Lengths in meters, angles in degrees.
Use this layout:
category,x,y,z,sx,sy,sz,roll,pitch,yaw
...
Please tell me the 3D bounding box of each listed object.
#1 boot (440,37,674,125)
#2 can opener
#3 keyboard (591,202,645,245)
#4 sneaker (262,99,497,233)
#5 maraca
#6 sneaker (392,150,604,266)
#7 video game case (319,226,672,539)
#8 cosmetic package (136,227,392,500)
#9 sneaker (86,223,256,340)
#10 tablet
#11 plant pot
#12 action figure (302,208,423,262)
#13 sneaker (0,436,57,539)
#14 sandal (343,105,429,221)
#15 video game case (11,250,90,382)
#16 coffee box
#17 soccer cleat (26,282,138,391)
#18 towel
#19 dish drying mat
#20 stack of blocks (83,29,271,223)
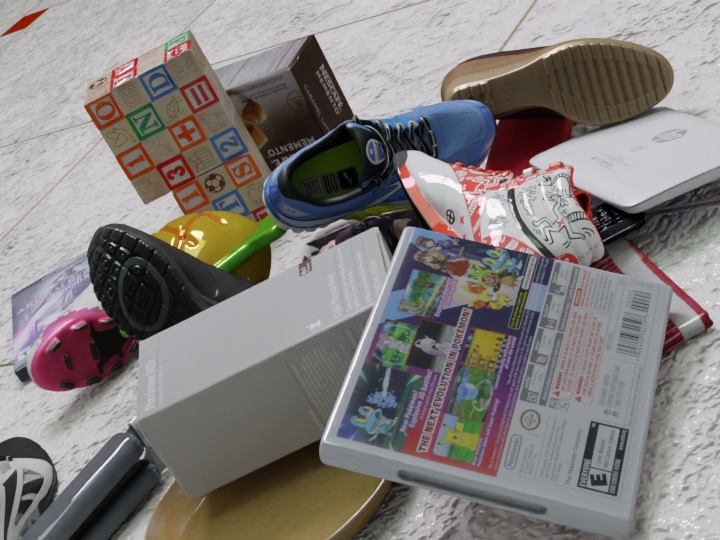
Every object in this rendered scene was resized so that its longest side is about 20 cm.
category,x,y,z,sx,sy,sz,roll,pitch,yaw
boot,0.170,-0.172,1.278,0.198,0.073,0.166,-5,15,12
can opener,-0.168,0.148,1.098,0.066,0.053,0.200,2,40,48
keyboard,0.110,-0.014,1.093,0.199,0.040,0.104,-27,11,7
sneaker,0.020,-0.086,1.173,0.198,0.079,0.089,-22,-5,-9
maraca,-0.124,-0.004,1.262,0.199,0.107,0.137,-33,12,7
sneaker,0.102,-0.046,1.066,0.107,0.067,0.202,-31,37,0
video game case,0.088,0.061,0.895,0.180,0.023,0.201,13,44,10
cosmetic package,-0.054,0.064,1.029,0.199,0.091,0.107,-24,30,5
sneaker,-0.127,0.027,1.165,0.076,0.199,0.091,-57,-5,23
tablet,0.221,-0.090,1.131,0.129,0.014,0.200,-23,19,-9
plant pot,-0.055,0.152,0.999,0.199,0.028,0.201,-25,25,13
action figure,0.000,0.000,1.181,0.129,0.070,0.200,-29,9,19
sneaker,-0.295,0.172,1.150,0.074,0.089,0.200,-27,23,9
sandal,0.012,-0.093,1.299,0.198,0.088,0.079,-5,-11,32
video game case,-0.288,0.032,1.491,0.142,0.019,0.200,-31,25,-2
coffee box,-0.118,-0.154,1.543,0.198,0.115,0.080,-14,28,29
soccer cleat,-0.233,0.043,1.347,0.086,0.070,0.200,14,40,45
towel,0.123,0.053,0.999,0.199,0.023,0.144,-30,25,0
dish drying mat,0.144,-0.096,1.264,0.076,0.018,0.201,-18,26,23
stack of blocks,-0.163,-0.111,1.404,0.114,0.201,0.059,-26,27,7
